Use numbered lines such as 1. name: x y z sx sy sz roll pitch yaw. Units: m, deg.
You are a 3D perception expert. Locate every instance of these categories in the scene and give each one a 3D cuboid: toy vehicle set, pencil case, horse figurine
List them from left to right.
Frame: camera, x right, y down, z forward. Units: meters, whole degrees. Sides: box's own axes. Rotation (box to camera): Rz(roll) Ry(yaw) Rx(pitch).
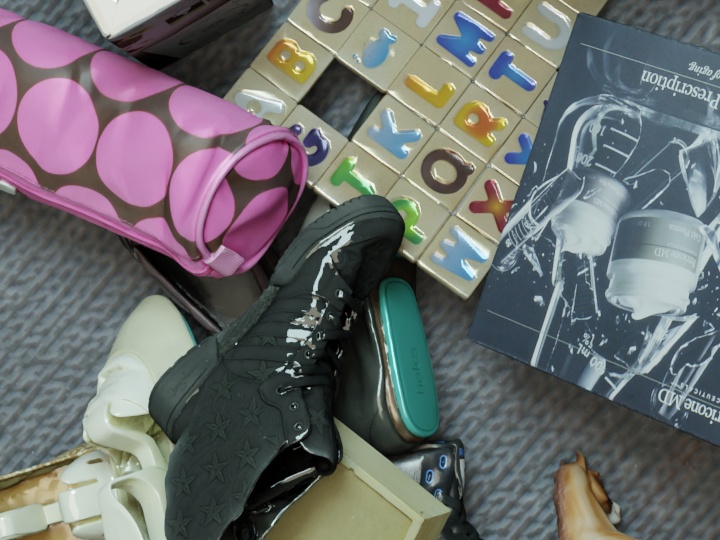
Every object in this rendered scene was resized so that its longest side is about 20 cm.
1. pencil case: -0.130 -0.062 1.425 0.199 0.091 0.094 22 73 26
2. toy vehicle set: -0.045 0.173 1.453 0.124 0.026 0.201 38 115 25
3. horse figurine: 0.123 0.192 1.419 0.133 0.200 0.050 50 133 -9

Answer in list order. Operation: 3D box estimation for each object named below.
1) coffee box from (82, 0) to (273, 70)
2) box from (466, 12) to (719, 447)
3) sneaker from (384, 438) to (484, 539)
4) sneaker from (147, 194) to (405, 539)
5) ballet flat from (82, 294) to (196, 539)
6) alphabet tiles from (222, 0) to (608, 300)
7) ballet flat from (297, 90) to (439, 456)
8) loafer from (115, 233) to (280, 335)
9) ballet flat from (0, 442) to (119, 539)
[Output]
1. coffee box: -0.111 -0.175 1.414 0.080 0.200 0.113 -29 88 3
2. box: 0.180 -0.013 1.388 0.200 0.104 0.183 22 95 44
3. sneaker: 0.059 0.152 1.469 0.199 0.073 0.112 18 94 6
4. sneaker: -0.033 0.062 1.387 0.200 0.060 0.104 -43 56 4
5. ballet flat: -0.112 0.101 1.441 0.069 0.070 0.201 -17 65 6
6. alphabet tiles: 0.046 -0.109 1.460 0.167 0.008 0.200 35 74 5
7. ballet flat: 0.000 0.000 1.468 0.068 0.068 0.201 -10 71 32
8. loafer: -0.091 -0.021 1.484 0.072 0.063 0.200 -40 88 5
9. ballet flat: -0.170 0.135 1.496 0.199 0.065 0.071 -20 88 5
